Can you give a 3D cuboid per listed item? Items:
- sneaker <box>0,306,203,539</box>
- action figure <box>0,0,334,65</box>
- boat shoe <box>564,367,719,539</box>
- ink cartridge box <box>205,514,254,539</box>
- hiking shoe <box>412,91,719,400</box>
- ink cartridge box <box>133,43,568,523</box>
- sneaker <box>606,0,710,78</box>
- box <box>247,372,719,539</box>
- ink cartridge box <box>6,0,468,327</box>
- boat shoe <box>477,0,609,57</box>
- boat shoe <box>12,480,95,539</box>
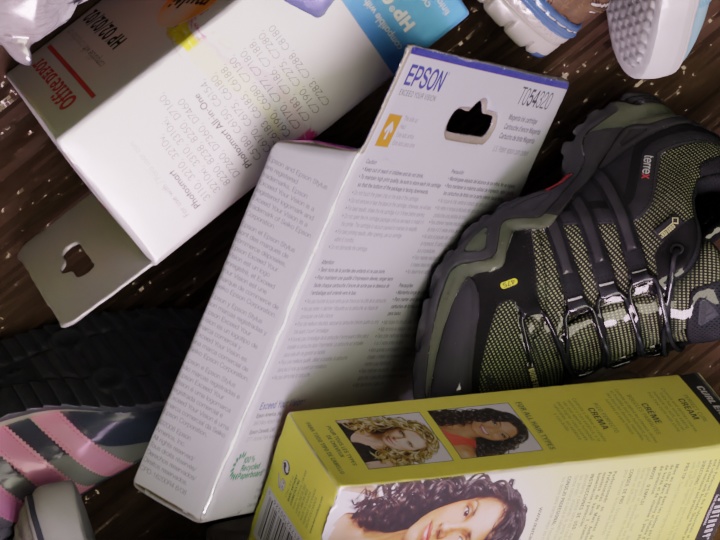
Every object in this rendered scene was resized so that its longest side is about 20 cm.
[{"bbox_3d":[-0.136,0.075,1.177,0.199,0.070,0.082,-14,128,-11],"label":"sneaker"},{"bbox_3d":[-0.115,-0.124,1.028,0.199,0.194,0.105,27,110,-17],"label":"action figure"},{"bbox_3d":[0.131,0.095,1.265,0.074,0.069,0.200,-44,136,-8],"label":"boat shoe"},{"bbox_3d":[0.003,0.205,1.256,0.116,0.067,0.201,-12,111,-16],"label":"ink cartridge box"},{"bbox_3d":[0.102,0.007,1.169,0.200,0.100,0.076,-50,143,-26],"label":"hiking shoe"},{"bbox_3d":[0.000,0.000,1.136,0.043,0.196,0.201,26,99,20],"label":"ink cartridge box"},{"bbox_3d":[0.160,-0.175,1.182,0.081,0.074,0.201,7,106,-17],"label":"sneaker"},{"bbox_3d":[0.058,0.090,1.122,0.199,0.050,0.076,-5,129,-30],"label":"box"},{"bbox_3d":[-0.068,-0.076,1.113,0.200,0.115,0.068,-39,113,-3],"label":"ink cartridge box"},{"bbox_3d":[0.041,-0.177,1.135,0.072,0.072,0.200,-36,124,17],"label":"boat shoe"},{"bbox_3d":[-0.137,0.167,1.174,0.069,0.071,0.201,-10,139,-9],"label":"boat shoe"}]
